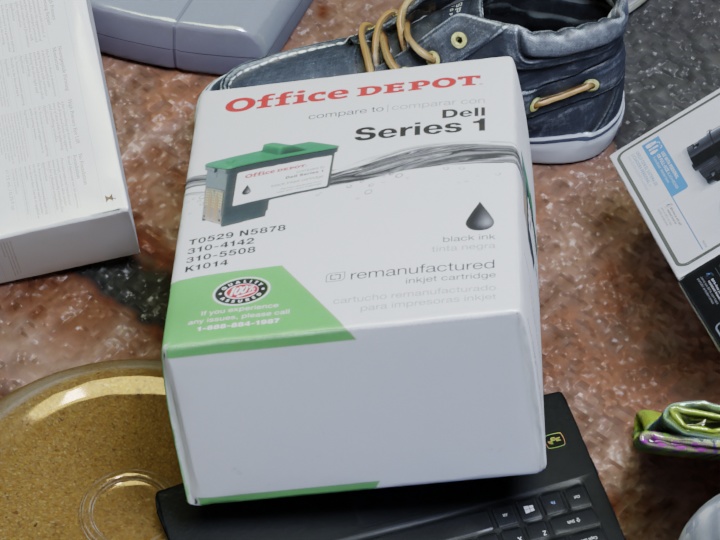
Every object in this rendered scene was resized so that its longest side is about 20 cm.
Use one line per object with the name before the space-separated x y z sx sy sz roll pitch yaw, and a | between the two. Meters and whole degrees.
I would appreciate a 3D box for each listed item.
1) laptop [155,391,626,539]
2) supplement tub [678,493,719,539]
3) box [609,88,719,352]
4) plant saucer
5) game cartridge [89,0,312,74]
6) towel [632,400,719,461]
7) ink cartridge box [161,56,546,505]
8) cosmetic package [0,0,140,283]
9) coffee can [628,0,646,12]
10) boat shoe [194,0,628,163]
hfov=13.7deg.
laptop | 0.025 0.110 1.125 0.176 0.104 0.201 -13 48 -9
supplement tub | 0.179 0.184 1.116 0.122 0.123 0.201 3 51 1
box | 0.216 -0.054 1.271 0.199 0.060 0.117 -30 30 7
plant saucer | -0.093 0.108 1.224 0.199 0.036 0.201 1 52 -1
game cartridge | -0.114 -0.166 1.440 0.199 0.042 0.133 20 50 14
towel | 0.210 0.070 1.204 0.199 0.144 0.023 4 86 4
ink cartridge box | 0.000 0.000 1.234 0.145 0.085 0.200 -6 34 5
cosmetic package | -0.157 -0.096 1.347 0.082 0.051 0.201 -13 64 0
coffee can | 0.086 -0.230 1.388 0.145 0.201 0.147 0 52 -1
boat shoe | 0.023 -0.096 1.351 0.199 0.091 0.071 -4 52 -4
